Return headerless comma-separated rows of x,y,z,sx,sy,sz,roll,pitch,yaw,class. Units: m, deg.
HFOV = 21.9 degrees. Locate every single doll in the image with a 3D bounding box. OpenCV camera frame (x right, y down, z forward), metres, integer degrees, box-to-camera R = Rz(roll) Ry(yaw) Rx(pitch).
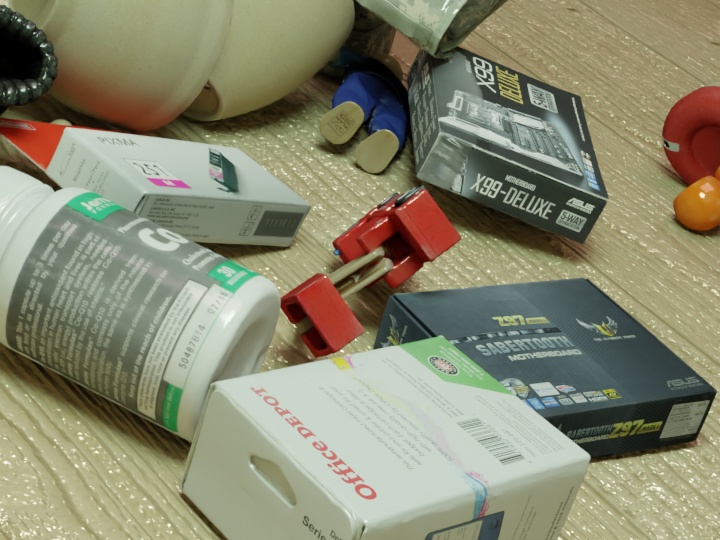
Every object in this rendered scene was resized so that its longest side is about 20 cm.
0.010,-0.158,1.679,0.136,0.048,0.200,39,23,-8,doll

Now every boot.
-0.334,-0.159,1.348,0.210,0.080,0.158,5,-2,-20,boot

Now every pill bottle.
-0.161,0.017,1.173,0.199,0.114,0.113,26,27,12,pill bottle

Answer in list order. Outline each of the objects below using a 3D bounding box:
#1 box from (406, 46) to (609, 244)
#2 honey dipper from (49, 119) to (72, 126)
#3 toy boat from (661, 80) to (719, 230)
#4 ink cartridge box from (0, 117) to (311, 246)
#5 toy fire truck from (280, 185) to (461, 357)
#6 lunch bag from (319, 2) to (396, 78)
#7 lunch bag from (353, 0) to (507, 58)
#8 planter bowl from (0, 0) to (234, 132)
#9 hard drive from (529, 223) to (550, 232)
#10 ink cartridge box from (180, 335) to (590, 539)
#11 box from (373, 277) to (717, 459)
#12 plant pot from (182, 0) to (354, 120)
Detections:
0.122,-0.116,1.602,0.157,0.050,0.200,21,28,-13,box
-0.213,-0.065,1.386,0.038,0.038,0.200,9,25,-18,honey dipper
0.344,-0.082,1.715,0.130,0.131,0.200,-27,45,-17,toy boat
-0.159,-0.081,1.390,0.173,0.044,0.200,39,20,28,ink cartridge box
0.000,0.000,1.333,0.049,0.141,0.200,54,-9,-6,toy fire truck
-0.051,-0.300,1.784,0.199,0.168,0.139,25,27,13,lunch bag
0.051,-0.280,1.622,0.164,0.118,0.200,39,52,9,lunch bag
-0.213,-0.220,1.460,0.134,0.201,0.200,11,25,-44,planter bowl
0.123,-0.113,1.681,0.131,0.026,0.200,25,26,-7,hard drive
0.015,0.123,1.120,0.199,0.088,0.145,-7,36,-45,ink cartridge box
0.133,0.070,1.336,0.199,0.051,0.158,-3,33,-37,box
-0.123,-0.207,1.574,0.200,0.201,0.135,26,64,13,plant pot
